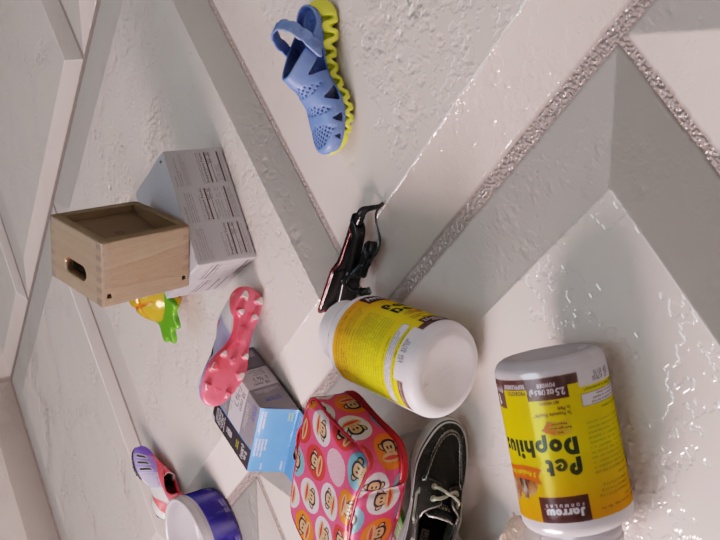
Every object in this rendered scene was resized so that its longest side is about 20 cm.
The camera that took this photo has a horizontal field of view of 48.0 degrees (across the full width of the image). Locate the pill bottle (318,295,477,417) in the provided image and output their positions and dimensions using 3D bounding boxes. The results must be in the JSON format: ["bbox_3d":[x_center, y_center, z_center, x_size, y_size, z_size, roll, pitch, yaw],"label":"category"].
[{"bbox_3d":[0.036,0.094,0.963,0.199,0.108,0.111,16,111,50],"label":"pill bottle"}]

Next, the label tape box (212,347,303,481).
[{"bbox_3d":[-0.166,0.248,1.328,0.200,0.063,0.146,45,132,39],"label":"label tape box"}]

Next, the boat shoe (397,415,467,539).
[{"bbox_3d":[0.091,0.271,0.933,0.064,0.070,0.203,168,117,-72],"label":"boat shoe"}]

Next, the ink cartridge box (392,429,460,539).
[{"bbox_3d":[0.023,0.312,1.069,0.200,0.083,0.147,-38,67,50],"label":"ink cartridge box"}]

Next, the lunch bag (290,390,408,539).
[{"bbox_3d":[-0.027,0.255,0.984,0.176,0.081,0.203,38,125,47],"label":"lunch bag"}]

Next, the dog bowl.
[{"bbox_3d":[-0.307,0.533,1.578,0.199,0.078,0.203,17,112,50],"label":"dog bowl"}]

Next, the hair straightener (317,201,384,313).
[{"bbox_3d":[0.000,0.000,1.070,0.077,0.041,0.202,45,128,32],"label":"hair straightener"}]

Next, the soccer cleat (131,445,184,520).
[{"bbox_3d":[-0.438,0.446,1.758,0.074,0.068,0.200,-55,48,16],"label":"soccer cleat"}]

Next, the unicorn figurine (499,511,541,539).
[{"bbox_3d":[0.172,0.353,0.867,0.137,0.074,0.200,42,101,4],"label":"unicorn figurine"}]

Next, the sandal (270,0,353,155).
[{"bbox_3d":[-0.067,-0.249,1.051,0.079,0.086,0.203,-12,91,52],"label":"sandal"}]

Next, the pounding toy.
[{"bbox_3d":[-0.382,-0.021,1.288,0.198,0.183,0.144,22,116,38],"label":"pounding toy"}]

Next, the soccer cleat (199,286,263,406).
[{"bbox_3d":[-0.213,0.122,1.307,0.076,0.066,0.203,-8,61,59],"label":"soccer cleat"}]

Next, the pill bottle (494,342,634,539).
[{"bbox_3d":[0.198,0.178,0.778,0.109,0.108,0.203,-12,89,54],"label":"pill bottle"}]

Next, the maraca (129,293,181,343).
[{"bbox_3d":[-0.387,0.045,1.539,0.201,0.106,0.138,57,145,27],"label":"maraca"}]

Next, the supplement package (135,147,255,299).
[{"bbox_3d":[-0.282,-0.079,1.364,0.155,0.110,0.203,-35,70,51],"label":"supplement package"}]
